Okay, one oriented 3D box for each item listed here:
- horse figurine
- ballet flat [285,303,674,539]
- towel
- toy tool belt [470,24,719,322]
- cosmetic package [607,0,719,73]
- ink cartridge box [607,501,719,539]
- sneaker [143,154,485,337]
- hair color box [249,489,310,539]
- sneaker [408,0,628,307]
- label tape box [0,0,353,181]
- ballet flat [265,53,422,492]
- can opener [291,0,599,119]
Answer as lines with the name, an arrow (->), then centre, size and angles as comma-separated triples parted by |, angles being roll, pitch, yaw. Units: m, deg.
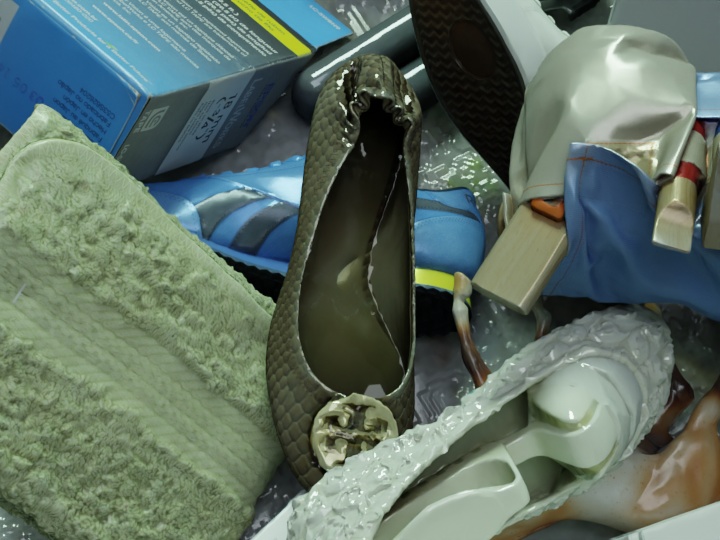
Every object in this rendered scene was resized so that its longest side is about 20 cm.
horse figurine -> 0.109, 0.074, 0.730 | 0.199, 0.050, 0.133 | 5, 81, -12
ballet flat -> 0.063, 0.081, 0.656 | 0.200, 0.072, 0.072 | -30, 73, -18
towel -> -0.106, 0.044, 0.674 | 0.200, 0.036, 0.149 | 43, 72, -29
toy tool belt -> 0.152, -0.018, 0.657 | 0.199, 0.125, 0.123 | 8, 50, 11
cosmetic package -> 0.244, -0.159, 0.759 | 0.199, 0.123, 0.200 | 21, 38, 11
ink cartridge box -> 0.073, 0.159, 0.577 | 0.199, 0.147, 0.083 | -14, 65, -22
sneaker -> -0.039, -0.022, 0.755 | 0.199, 0.066, 0.079 | 8, 64, -5
hair color box -> 0.009, 0.199, 0.660 | 0.200, 0.061, 0.100 | 43, 60, 12
sneaker -> 0.097, -0.084, 0.773 | 0.085, 0.073, 0.200 | -40, 105, -27
label tape box -> -0.113, -0.119, 0.774 | 0.144, 0.063, 0.200 | 40, 28, 11
ballet flat -> 0.000, 0.000, 0.690 | 0.067, 0.046, 0.201 | 11, 75, -18
can opener -> 0.055, -0.130, 0.813 | 0.200, 0.067, 0.053 | -34, 75, -13
